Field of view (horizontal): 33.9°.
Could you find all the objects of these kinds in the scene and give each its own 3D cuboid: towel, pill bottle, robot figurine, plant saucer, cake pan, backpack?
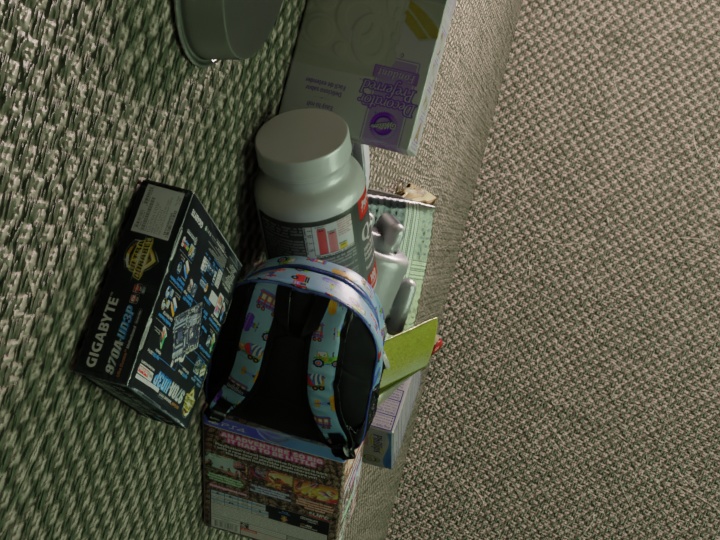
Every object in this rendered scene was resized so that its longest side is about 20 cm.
[{"bbox_3d":[0.000,0.000,1.510,0.192,0.035,0.200,6,98,-35],"label":"towel"},{"bbox_3d":[-0.048,-0.057,1.218,0.116,0.116,0.200,-65,156,-45],"label":"pill bottle"},{"bbox_3d":[-0.015,0.023,1.405,0.113,0.169,0.200,-120,-128,-72],"label":"robot figurine"},{"bbox_3d":[-0.014,0.141,1.421,0.200,0.048,0.200,-36,170,39],"label":"plant saucer"},{"bbox_3d":[-0.093,-0.257,0.940,0.200,0.037,0.201,14,90,-80],"label":"cake pan"},{"bbox_3d":[-0.058,0.064,1.156,0.135,0.182,0.200,-68,171,-47],"label":"backpack"}]

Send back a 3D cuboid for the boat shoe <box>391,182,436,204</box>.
[{"bbox_3d":[0.077,-0.115,2.059,0.073,0.063,0.200,-51,173,14],"label":"boat shoe"}]

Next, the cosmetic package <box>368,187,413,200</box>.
[{"bbox_3d":[-0.004,-0.012,1.592,0.090,0.107,0.200,-10,112,-80],"label":"cosmetic package"}]

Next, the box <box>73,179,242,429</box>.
[{"bbox_3d":[-0.158,0.035,0.971,0.200,0.046,0.159,72,34,-73],"label":"box"}]

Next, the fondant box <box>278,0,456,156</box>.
[{"bbox_3d":[0.011,-0.234,1.236,0.058,0.144,0.200,6,99,-80],"label":"fondant box"}]

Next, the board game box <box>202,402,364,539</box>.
[{"bbox_3d":[-0.084,0.209,1.313,0.097,0.159,0.200,-66,167,-47],"label":"board game box"}]

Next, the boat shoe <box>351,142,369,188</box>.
[{"bbox_3d":[-0.015,-0.138,1.318,0.062,0.072,0.200,-33,135,-72],"label":"boat shoe"}]

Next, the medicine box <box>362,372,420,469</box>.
[{"bbox_3d":[0.041,0.242,2.216,0.182,0.103,0.200,87,20,-60],"label":"medicine box"}]

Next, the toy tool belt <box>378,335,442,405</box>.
[{"bbox_3d":[0.013,0.116,1.670,0.200,0.123,0.125,-40,-176,-23],"label":"toy tool belt"}]
